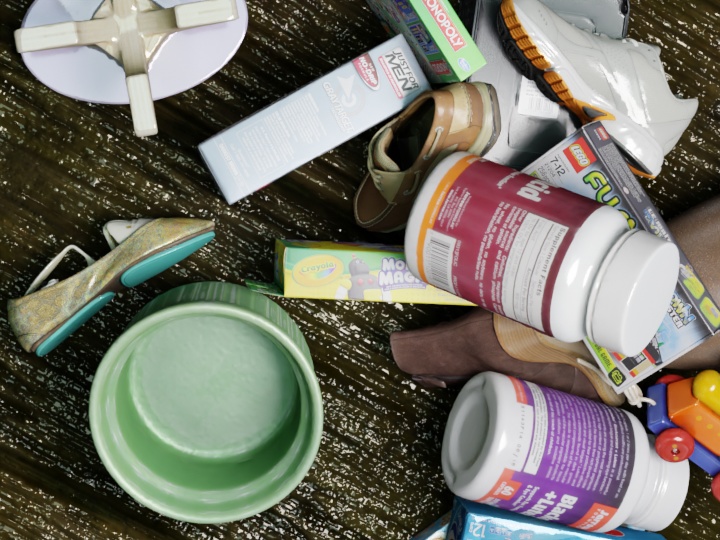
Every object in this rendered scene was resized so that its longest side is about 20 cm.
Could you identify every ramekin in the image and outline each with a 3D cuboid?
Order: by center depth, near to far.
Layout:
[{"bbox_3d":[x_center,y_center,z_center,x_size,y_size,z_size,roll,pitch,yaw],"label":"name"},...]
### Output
[{"bbox_3d":[-0.130,0.107,1.606,0.198,0.098,0.201,0,109,0],"label":"ramekin"}]

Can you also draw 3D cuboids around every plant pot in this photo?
[{"bbox_3d":[0.321,0.014,1.647,0.199,0.187,0.188,-14,97,10],"label":"plant pot"}]

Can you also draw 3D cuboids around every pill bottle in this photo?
[{"bbox_3d":[0.145,-0.012,1.489,0.199,0.114,0.115,23,92,27],"label":"pill bottle"},{"bbox_3d":[0.180,0.164,1.617,0.199,0.111,0.112,17,93,-20],"label":"pill bottle"}]

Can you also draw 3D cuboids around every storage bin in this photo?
[{"bbox_3d":[0.151,-0.159,1.640,0.134,0.094,0.202,7,93,-8],"label":"storage bin"}]

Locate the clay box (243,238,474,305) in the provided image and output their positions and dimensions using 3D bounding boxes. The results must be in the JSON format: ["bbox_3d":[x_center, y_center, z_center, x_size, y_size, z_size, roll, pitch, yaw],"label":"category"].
[{"bbox_3d":[0.000,0.000,1.624,0.198,0.115,0.048,4,94,-8],"label":"clay box"}]

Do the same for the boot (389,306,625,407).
[{"bbox_3d":[0.137,0.080,1.665,0.165,0.200,0.073,-12,61,26],"label":"boot"}]

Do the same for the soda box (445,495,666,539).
[{"bbox_3d":[0.177,0.254,1.652,0.199,0.068,0.065,11,95,-9],"label":"soda box"}]

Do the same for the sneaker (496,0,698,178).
[{"bbox_3d":[0.201,-0.174,1.569,0.200,0.076,0.092,44,81,-16],"label":"sneaker"}]

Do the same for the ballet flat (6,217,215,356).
[{"bbox_3d":[-0.223,-0.004,1.625,0.199,0.071,0.071,-34,98,-3],"label":"ballet flat"}]

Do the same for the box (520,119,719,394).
[{"bbox_3d":[0.205,-0.011,1.541,0.110,0.035,0.201,-37,82,36],"label":"box"}]

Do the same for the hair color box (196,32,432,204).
[{"bbox_3d":[-0.042,-0.131,1.615,0.199,0.099,0.061,-30,96,-3],"label":"hair color box"}]

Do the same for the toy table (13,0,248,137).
[{"bbox_3d":[-0.194,-0.209,1.582,0.199,0.117,0.185,-21,97,-4],"label":"toy table"}]

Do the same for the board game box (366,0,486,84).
[{"bbox_3d":[0.042,-0.220,1.567,0.029,0.200,0.135,-35,98,-4],"label":"board game box"}]

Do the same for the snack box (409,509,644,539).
[{"bbox_3d":[0.154,0.241,1.702,0.200,0.037,0.116,-36,97,-3],"label":"snack box"}]

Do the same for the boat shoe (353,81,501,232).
[{"bbox_3d":[0.041,-0.101,1.588,0.073,0.200,0.076,3,59,-31],"label":"boat shoe"}]

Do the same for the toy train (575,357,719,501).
[{"bbox_3d":[0.295,0.103,1.591,0.200,0.085,0.116,36,124,-21],"label":"toy train"}]
